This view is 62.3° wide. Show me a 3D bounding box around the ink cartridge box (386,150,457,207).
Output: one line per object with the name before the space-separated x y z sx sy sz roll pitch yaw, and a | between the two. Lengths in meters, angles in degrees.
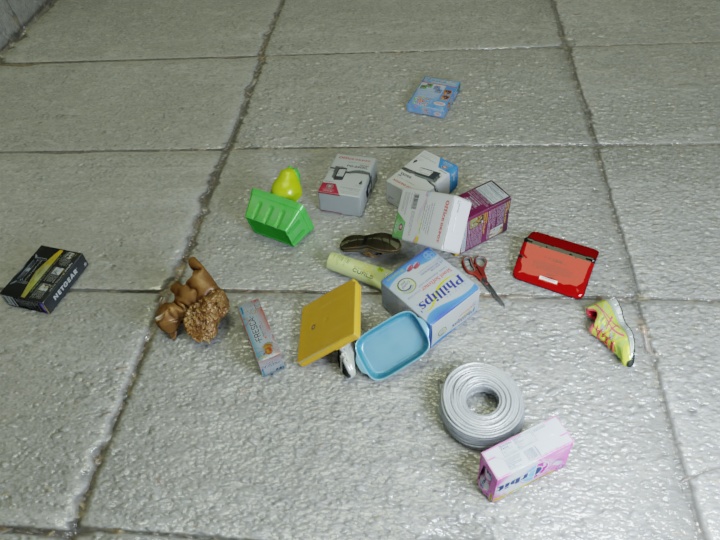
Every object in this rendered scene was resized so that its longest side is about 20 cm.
ink cartridge box | 0.196 -0.276 1.890 0.143 0.085 0.199 32 59 31

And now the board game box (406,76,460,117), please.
board game box | 0.280 -0.661 2.263 0.148 0.037 0.202 16 51 20

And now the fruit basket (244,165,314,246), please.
fruit basket | -0.235 -0.204 1.823 0.210 0.156 0.220 -6 60 10

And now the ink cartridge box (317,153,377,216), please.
ink cartridge box | -0.038 -0.280 1.920 0.142 0.084 0.202 9 50 14

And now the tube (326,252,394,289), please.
tube | 0.000 0.000 1.690 0.196 0.052 0.059 20 93 17

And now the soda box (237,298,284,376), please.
soda box | -0.260 0.171 1.547 0.062 0.069 0.201 -20 48 -12

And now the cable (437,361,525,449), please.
cable | 0.278 0.306 1.365 0.195 0.070 0.203 -3 47 3

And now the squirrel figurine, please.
squirrel figurine | -0.453 0.103 1.589 0.186 0.143 0.199 -39 52 -19

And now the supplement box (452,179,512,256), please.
supplement box | 0.328 -0.153 1.734 0.197 0.133 0.104 -25 49 -17

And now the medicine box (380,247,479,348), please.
medicine box | 0.182 0.068 1.568 0.181 0.104 0.199 -33 52 -22

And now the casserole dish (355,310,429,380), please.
casserole dish | 0.079 0.185 1.471 0.197 0.039 0.123 -31 84 0

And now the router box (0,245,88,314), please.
router box | -0.934 0.023 1.766 0.154 0.053 0.202 10 50 14

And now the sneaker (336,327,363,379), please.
sneaker | -0.025 0.181 1.515 0.079 0.076 0.203 -2 47 -8

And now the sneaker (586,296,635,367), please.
sneaker | 0.614 0.157 1.468 0.088 0.079 0.202 -11 41 7

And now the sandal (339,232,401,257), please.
sandal | 0.032 -0.065 1.745 0.196 0.055 0.082 -2 40 25

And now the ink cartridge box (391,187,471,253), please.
ink cartridge box | 0.195 -0.140 1.646 0.083 0.148 0.198 10 5 -43

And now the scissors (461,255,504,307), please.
scissors | 0.337 0.031 1.649 0.071 0.014 0.203 -8 49 -5

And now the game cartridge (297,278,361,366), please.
game cartridge | -0.077 0.131 1.512 0.198 0.032 0.179 -29 42 30

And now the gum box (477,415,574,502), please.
gum box | 0.338 0.398 1.244 0.196 0.115 0.067 -21 48 -13

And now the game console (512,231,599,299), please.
game console | 0.547 -0.019 1.665 0.196 0.119 0.176 19 83 23
